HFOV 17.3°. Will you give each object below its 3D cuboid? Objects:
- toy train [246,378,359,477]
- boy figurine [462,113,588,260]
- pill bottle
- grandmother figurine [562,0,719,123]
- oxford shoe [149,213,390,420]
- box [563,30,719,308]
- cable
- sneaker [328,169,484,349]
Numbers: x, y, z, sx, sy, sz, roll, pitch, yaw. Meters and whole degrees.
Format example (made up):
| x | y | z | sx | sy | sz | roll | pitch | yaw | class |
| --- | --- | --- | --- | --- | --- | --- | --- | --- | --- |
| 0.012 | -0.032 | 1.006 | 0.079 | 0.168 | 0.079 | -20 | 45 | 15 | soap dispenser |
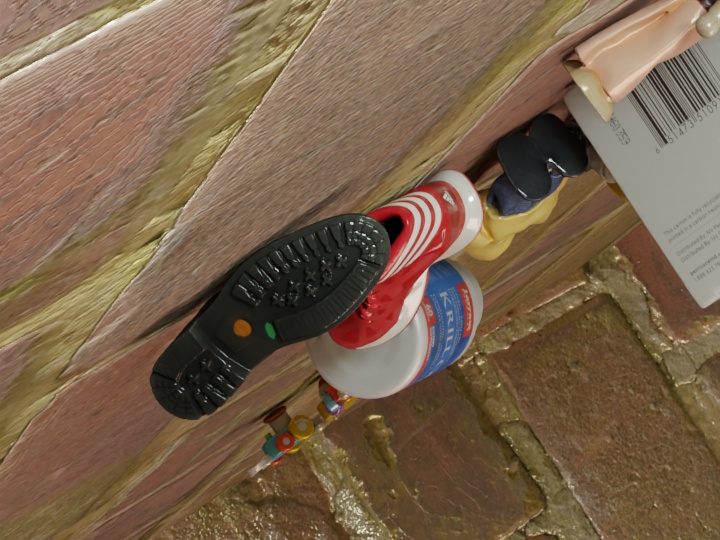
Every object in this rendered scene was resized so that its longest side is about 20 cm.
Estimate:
| x | y | z | sx | sy | sz | roll | pitch | yaw | class |
| --- | --- | --- | --- | --- | --- | --- | --- | --- | --- |
| -0.061 | 0.162 | 2.807 | 0.200 | 0.056 | 0.150 | -39 | 172 | 14 | toy train |
| 0.123 | -0.062 | 1.922 | 0.124 | 0.065 | 0.200 | -32 | 175 | -20 | boy figurine |
| 0.038 | 0.041 | 2.051 | 0.112 | 0.112 | 0.200 | -36 | 174 | 23 | pill bottle |
| 0.232 | -0.181 | 1.611 | 0.200 | 0.061 | 0.121 | -37 | -159 | 6 | grandmother figurine |
| -0.060 | 0.017 | 1.615 | 0.200 | 0.073 | 0.084 | -34 | -169 | 22 | oxford shoe |
| 0.295 | -0.114 | 1.757 | 0.130 | 0.200 | 0.199 | -27 | 171 | -44 | box |
| 0.185 | -0.107 | 1.914 | 0.050 | 0.097 | 0.200 | -31 | -166 | -9 | cable |
| 0.000 | 0.000 | 1.794 | 0.115 | 0.078 | 0.200 | -17 | 152 | -42 | sneaker |
